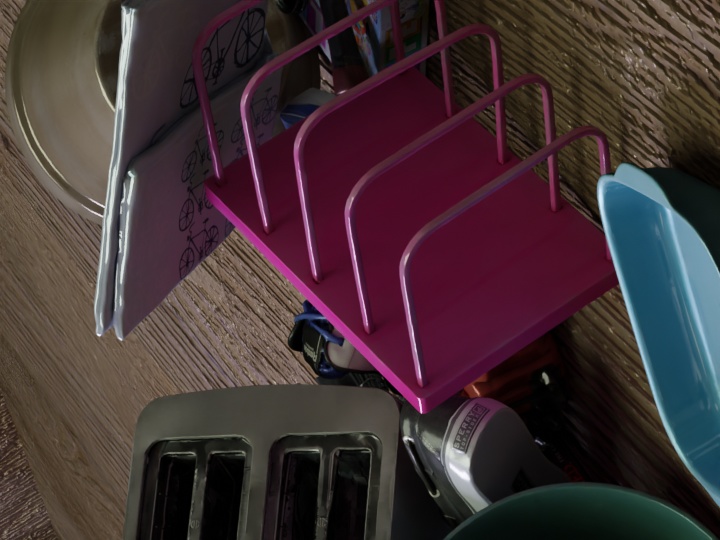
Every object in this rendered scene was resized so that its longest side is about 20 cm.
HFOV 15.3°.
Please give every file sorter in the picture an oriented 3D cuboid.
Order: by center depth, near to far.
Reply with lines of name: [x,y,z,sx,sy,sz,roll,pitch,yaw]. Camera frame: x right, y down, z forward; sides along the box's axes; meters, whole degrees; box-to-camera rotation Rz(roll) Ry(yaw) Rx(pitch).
file sorter: [0.021,-0.059,1.379,0.200,0.139,0.126,44,157,36]

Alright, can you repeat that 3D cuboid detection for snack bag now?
snack bag: [-0.087,-0.086,1.446,0.021,0.189,0.201,18,120,17]

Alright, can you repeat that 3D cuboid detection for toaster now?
toaster: [-0.037,0.160,1.584,0.119,0.180,0.201,46,-134,-61]

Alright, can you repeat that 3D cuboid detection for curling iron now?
curling iron: [-0.009,-0.103,1.513,0.050,0.026,0.201,-11,103,50]

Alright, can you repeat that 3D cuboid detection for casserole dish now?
casserole dish: [0.170,0.032,1.270,0.121,0.039,0.201,35,149,60]

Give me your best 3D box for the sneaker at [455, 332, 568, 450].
sneaker: [0.071,0.033,1.550,0.201,0.071,0.098,77,168,-51]

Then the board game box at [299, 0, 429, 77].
board game box: [-0.025,-0.197,1.557,0.200,0.034,0.135,56,164,26]

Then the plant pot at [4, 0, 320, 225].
plant pot: [-0.114,-0.124,1.629,0.201,0.200,0.174,64,170,-2]

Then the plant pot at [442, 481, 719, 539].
plant pot: [0.127,0.239,1.479,0.201,0.200,0.161,56,173,28]

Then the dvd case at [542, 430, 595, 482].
dvd case: [0.126,0.158,1.662,0.200,0.022,0.146,55,162,29]

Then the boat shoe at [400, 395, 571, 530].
boat shoe: [0.071,0.129,1.537,0.066,0.070,0.200,19,161,31]

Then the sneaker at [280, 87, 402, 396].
sneaker: [0.000,0.001,1.581,0.080,0.115,0.200,21,148,59]

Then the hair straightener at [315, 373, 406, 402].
hair straightener: [0.019,0.100,1.777,0.077,0.041,0.200,-60,42,41]
